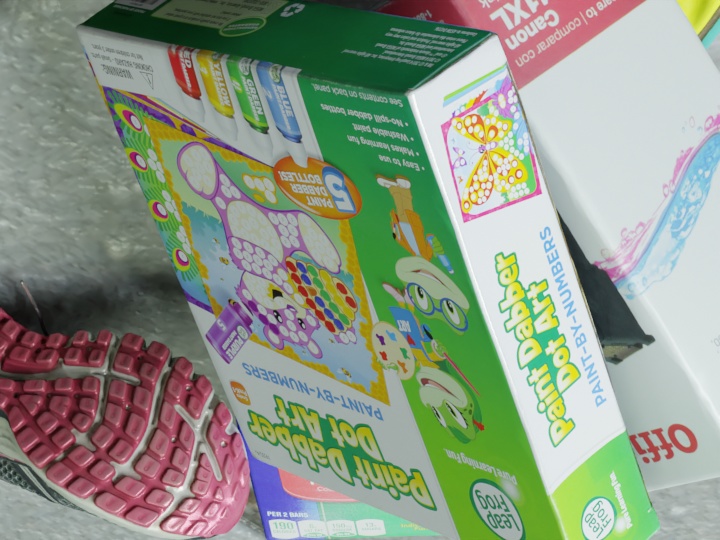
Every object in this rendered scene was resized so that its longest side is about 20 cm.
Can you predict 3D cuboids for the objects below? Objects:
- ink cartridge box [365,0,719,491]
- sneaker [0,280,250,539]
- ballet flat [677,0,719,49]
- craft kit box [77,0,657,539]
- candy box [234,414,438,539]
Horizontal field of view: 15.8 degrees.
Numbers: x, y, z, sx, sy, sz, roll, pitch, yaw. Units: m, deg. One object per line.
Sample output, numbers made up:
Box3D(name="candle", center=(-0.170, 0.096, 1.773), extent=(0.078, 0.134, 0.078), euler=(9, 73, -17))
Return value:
Box3D(name="ink cartridge box", center=(0.075, -0.020, 0.935), extent=(0.201, 0.083, 0.146), euler=(58, 150, -5))
Box3D(name="sneaker", center=(-0.132, 0.064, 1.145), extent=(0.199, 0.081, 0.075), euler=(24, 155, 24))
Box3D(name="ballet flat", center=(0.140, -0.147, 0.907), extent=(0.067, 0.067, 0.200), euler=(35, 137, -6))
Box3D(name="craft kit box", center=(0.000, 0.000, 0.923), extent=(0.200, 0.048, 0.198), euler=(16, 136, 51))
Box3D(name="candy box", center=(0.030, 0.032, 1.120), extent=(0.168, 0.077, 0.200), euler=(-3, 140, 6))
